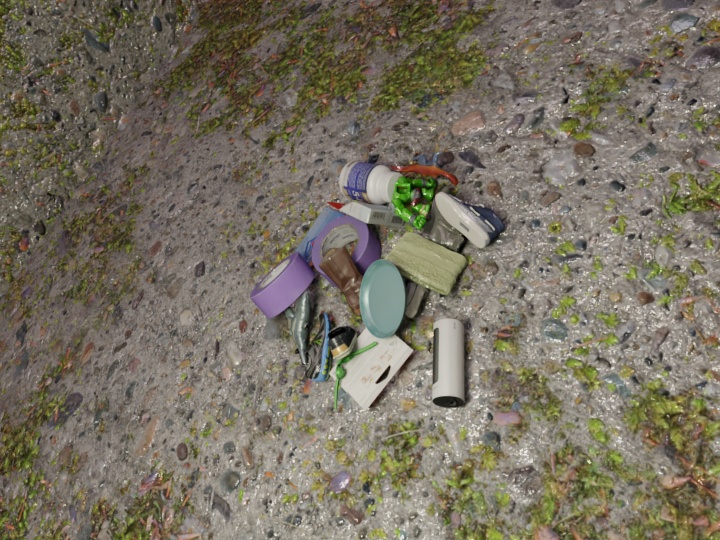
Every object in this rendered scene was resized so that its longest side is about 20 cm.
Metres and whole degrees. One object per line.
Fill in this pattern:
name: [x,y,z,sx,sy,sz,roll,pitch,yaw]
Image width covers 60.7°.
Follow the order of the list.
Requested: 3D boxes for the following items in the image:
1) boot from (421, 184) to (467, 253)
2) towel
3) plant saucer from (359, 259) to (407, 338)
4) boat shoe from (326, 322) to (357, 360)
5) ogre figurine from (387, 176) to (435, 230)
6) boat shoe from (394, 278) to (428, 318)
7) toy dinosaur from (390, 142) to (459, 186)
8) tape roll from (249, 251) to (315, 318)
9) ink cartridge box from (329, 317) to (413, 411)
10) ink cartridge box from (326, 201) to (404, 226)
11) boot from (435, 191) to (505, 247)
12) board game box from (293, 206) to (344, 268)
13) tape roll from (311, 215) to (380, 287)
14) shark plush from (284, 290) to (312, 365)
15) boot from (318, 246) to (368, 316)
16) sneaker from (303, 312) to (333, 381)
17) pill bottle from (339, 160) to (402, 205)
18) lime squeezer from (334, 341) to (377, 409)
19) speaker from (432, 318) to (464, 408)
boot: [0.259,-0.142,1.732,0.127,0.068,0.205,10,66,24]
towel: [0.175,-0.023,1.642,0.196,0.037,0.149,27,53,15]
plant saucer: [0.063,0.075,1.615,0.198,0.027,0.207,-6,83,54]
boat shoe: [-0.052,0.179,1.655,0.073,0.063,0.200,-31,7,8]
ogre figurine: [0.149,-0.210,1.787,0.117,0.099,0.205,19,69,2]
boat shoe: [0.152,0.045,1.665,0.070,0.070,0.202,-25,28,38]
toy dinosaur: [0.209,-0.285,1.805,0.196,0.106,0.183,-29,32,5]
tape roll: [-0.234,0.043,1.846,0.199,0.085,0.201,-39,15,12]
ink cartridge box: [0.034,0.249,1.623,0.201,0.045,0.175,-50,46,-4]
ink cartridge box: [0.016,-0.188,1.846,0.198,0.157,0.049,31,111,41]
boot: [0.296,-0.153,1.668,0.089,0.073,0.201,-33,69,-23]
board game box: [-0.134,-0.108,1.987,0.102,0.019,0.203,24,76,43]
tape roll: [-0.043,-0.056,1.839,0.195,0.085,0.205,-17,54,24]
shark plush: [-0.175,0.165,1.778,0.083,0.089,0.206,-28,48,53]
boot: [0.000,0.000,1.712,0.184,0.202,0.064,-35,5,9]
sneaker: [-0.119,0.210,1.727,0.080,0.071,0.205,-1,62,14]
pill bottle: [0.039,-0.268,1.903,0.197,0.120,0.122,17,70,43]
lime squeezer: [-0.035,0.261,1.618,0.070,0.038,0.203,30,77,12]
speaker: [0.215,0.226,1.497,0.079,0.081,0.205,-11,56,26]
